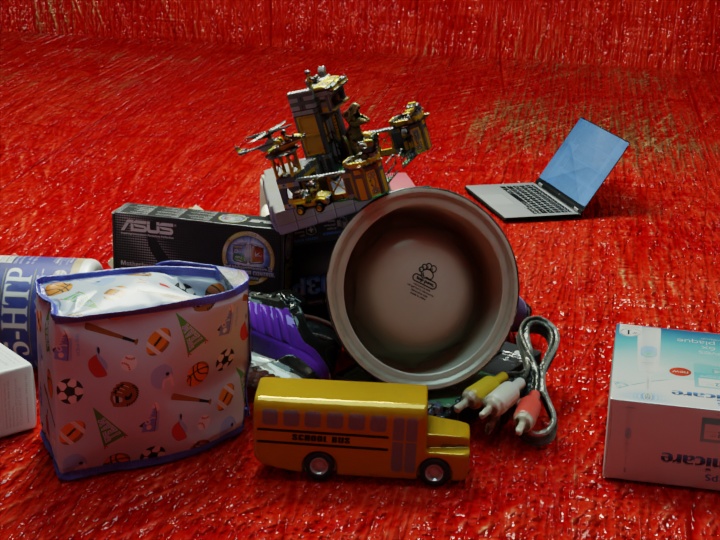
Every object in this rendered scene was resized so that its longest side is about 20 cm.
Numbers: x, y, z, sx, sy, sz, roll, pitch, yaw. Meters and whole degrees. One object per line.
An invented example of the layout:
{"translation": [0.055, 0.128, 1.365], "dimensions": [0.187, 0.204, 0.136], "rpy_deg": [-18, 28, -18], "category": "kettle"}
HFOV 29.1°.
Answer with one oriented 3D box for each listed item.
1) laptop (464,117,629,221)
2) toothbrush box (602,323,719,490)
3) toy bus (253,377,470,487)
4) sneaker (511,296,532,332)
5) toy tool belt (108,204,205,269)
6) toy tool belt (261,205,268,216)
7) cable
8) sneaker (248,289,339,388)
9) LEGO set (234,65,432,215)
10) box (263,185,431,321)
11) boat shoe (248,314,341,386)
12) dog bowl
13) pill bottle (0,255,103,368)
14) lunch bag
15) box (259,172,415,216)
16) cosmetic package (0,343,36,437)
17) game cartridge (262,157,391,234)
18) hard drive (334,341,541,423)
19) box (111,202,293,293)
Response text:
{"translation": [0.287, -0.161, 2.166], "dimensions": [0.198, 0.117, 0.187], "rpy_deg": [-3, 19, -15], "category": "laptop"}
{"translation": [0.314, 0.130, 1.354], "dimensions": [0.145, 0.086, 0.200], "rpy_deg": [6, 20, 11], "category": "toothbrush box"}
{"translation": [0.003, 0.147, 1.284], "dimensions": [0.198, 0.079, 0.065], "rpy_deg": [3, 18, 3], "category": "toy bus"}
{"translation": [0.127, 0.041, 1.662], "dimensions": [0.087, 0.076, 0.200], "rpy_deg": [25, -3, -30], "category": "sneaker"}
{"translation": [-0.236, -0.026, 1.712], "dimensions": [0.122, 0.126, 0.200], "rpy_deg": [10, 18, -2], "category": "toy tool belt"}
{"translation": [-0.070, -0.025, 1.666], "dimensions": [0.198, 0.125, 0.124], "rpy_deg": [13, 47, -8], "category": "toy tool belt"}
{"translation": [0.173, 0.106, 1.399], "dimensions": [0.096, 0.051, 0.200], "rpy_deg": [22, 42, 18], "category": "cable"}
{"translation": [-0.108, 0.053, 1.409], "dimensions": [0.199, 0.070, 0.100], "rpy_deg": [35, 64, 3], "category": "sneaker"}
{"translation": [-0.020, -0.147, 1.412], "dimensions": [0.153, 0.117, 0.200], "rpy_deg": [-4, 22, 33], "category": "LEGO set"}
{"translation": [0.000, 0.000, 1.521], "dimensions": [0.198, 0.160, 0.046], "rpy_deg": [-6, 13, 30], "category": "box"}
{"translation": [-0.114, 0.090, 1.459], "dimensions": [0.198, 0.072, 0.063], "rpy_deg": [-2, 26, -7], "category": "boat shoe"}
{"translation": [0.055, 0.019, 1.395], "dimensions": [0.198, 0.202, 0.074], "rpy_deg": [-2, -1, -12], "category": "dog bowl"}
{"translation": [-0.380, 0.044, 1.491], "dimensions": [0.198, 0.121, 0.120], "rpy_deg": [1, 18, 1], "category": "pill bottle"}
{"translation": [-0.199, 0.087, 1.307], "dimensions": [0.198, 0.172, 0.124], "rpy_deg": [-7, 25, -22], "category": "lunch bag"}
{"translation": [-0.028, -0.051, 1.792], "dimensions": [0.198, 0.129, 0.109], "rpy_deg": [-2, 20, -9], "category": "box"}
{"translation": [-0.419, 0.128, 1.318], "dimensions": [0.199, 0.075, 0.101], "rpy_deg": [-15, 25, -37], "category": "cosmetic package"}
{"translation": [-0.040, -0.090, 1.506], "dimensions": [0.129, 0.039, 0.200], "rpy_deg": [-21, 18, 0], "category": "game cartridge"}
{"translation": [0.083, 0.113, 1.459], "dimensions": [0.139, 0.038, 0.199], "rpy_deg": [14, 21, 33], "category": "hard drive"}
{"translation": [-0.174, 0.016, 1.530], "dimensions": [0.198, 0.162, 0.044], "rpy_deg": [7, 19, 12], "category": "box"}
